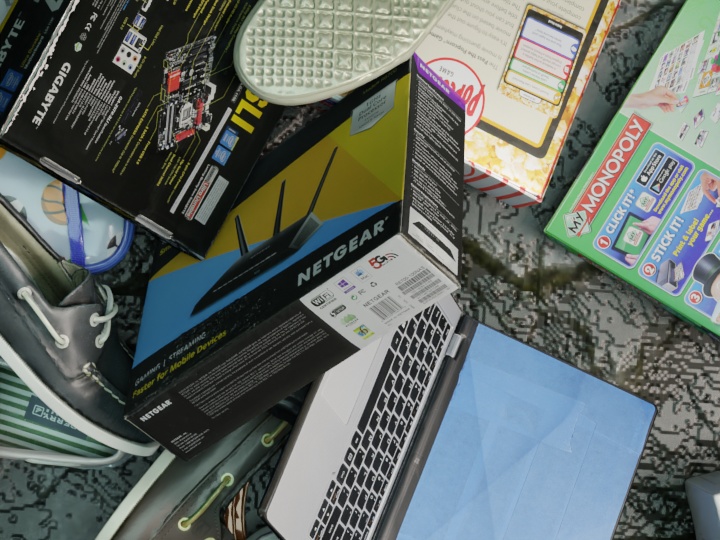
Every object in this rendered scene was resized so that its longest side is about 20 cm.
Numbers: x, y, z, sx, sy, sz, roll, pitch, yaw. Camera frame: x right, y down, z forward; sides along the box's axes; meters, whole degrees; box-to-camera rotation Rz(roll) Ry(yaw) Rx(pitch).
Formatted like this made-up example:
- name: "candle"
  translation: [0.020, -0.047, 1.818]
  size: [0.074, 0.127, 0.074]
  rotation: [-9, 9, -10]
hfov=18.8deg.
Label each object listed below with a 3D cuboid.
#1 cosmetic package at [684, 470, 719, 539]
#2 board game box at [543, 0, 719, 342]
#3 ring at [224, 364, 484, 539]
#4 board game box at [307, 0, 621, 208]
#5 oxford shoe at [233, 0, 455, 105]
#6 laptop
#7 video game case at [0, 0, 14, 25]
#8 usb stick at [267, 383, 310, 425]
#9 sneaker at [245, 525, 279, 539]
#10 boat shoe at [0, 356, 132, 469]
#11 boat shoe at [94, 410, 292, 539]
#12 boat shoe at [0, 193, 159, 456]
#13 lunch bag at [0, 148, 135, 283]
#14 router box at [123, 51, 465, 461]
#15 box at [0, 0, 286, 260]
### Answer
- name: "cosmetic package"
  translation: [0.299, 0.152, 1.250]
  size: [0.199, 0.081, 0.114]
  rotation: [-12, 92, -5]
- name: "board game box"
  translation: [0.214, -0.071, 1.247]
  size: [0.134, 0.029, 0.201]
  rotation: [32, 89, 15]
- name: "ring"
  translation: [-0.003, 0.142, 1.259]
  size: [0.199, 0.019, 0.202]
  rotation: [0, 90, -4]
- name: "board game box"
  translation: [0.067, -0.158, 1.220]
  size: [0.151, 0.046, 0.201]
  rotation: [26, 80, -14]
- name: "oxford shoe"
  translation: [0.014, -0.152, 1.149]
  size: [0.200, 0.058, 0.075]
  rotation: [-42, 94, -18]
- name: "laptop"
  translation: [0.060, 0.101, 1.189]
  size: [0.115, 0.200, 0.188]
  rotation: [11, 65, 27]
- name: "video game case"
  translation: [-0.128, -0.163, 1.184]
  size: [0.199, 0.018, 0.144]
  rotation: [-16, 92, -44]
- name: "usb stick"
  translation: [0.000, 0.000, 1.213]
  size: [0.055, 0.033, 0.201]
  rotation: [30, 64, -10]
- name: "sneaker"
  translation: [-0.076, 0.226, 1.194]
  size: [0.073, 0.114, 0.201]
  rotation: [41, 96, -5]
- name: "boat shoe"
  translation: [-0.219, 0.066, 1.218]
  size: [0.199, 0.067, 0.074]
  rotation: [10, 90, -4]
- name: "boat shoe"
  translation: [-0.092, 0.128, 1.207]
  size: [0.060, 0.072, 0.202]
  rotation: [34, 84, 7]
- name: "boat shoe"
  translation: [-0.166, 0.021, 1.159]
  size: [0.060, 0.076, 0.200]
  rotation: [-42, 115, 15]
- name: "lunch bag"
  translation: [-0.201, -0.090, 1.215]
  size: [0.159, 0.076, 0.201]
  rotation: [-6, 92, -6]
- name: "router box"
  translation: [-0.033, -0.007, 1.146]
  size: [0.200, 0.150, 0.051]
  rotation: [-34, 122, 29]
- name: "box"
  translation: [-0.098, -0.128, 1.128]
  size: [0.159, 0.049, 0.201]
  rotation: [31, 85, -47]
